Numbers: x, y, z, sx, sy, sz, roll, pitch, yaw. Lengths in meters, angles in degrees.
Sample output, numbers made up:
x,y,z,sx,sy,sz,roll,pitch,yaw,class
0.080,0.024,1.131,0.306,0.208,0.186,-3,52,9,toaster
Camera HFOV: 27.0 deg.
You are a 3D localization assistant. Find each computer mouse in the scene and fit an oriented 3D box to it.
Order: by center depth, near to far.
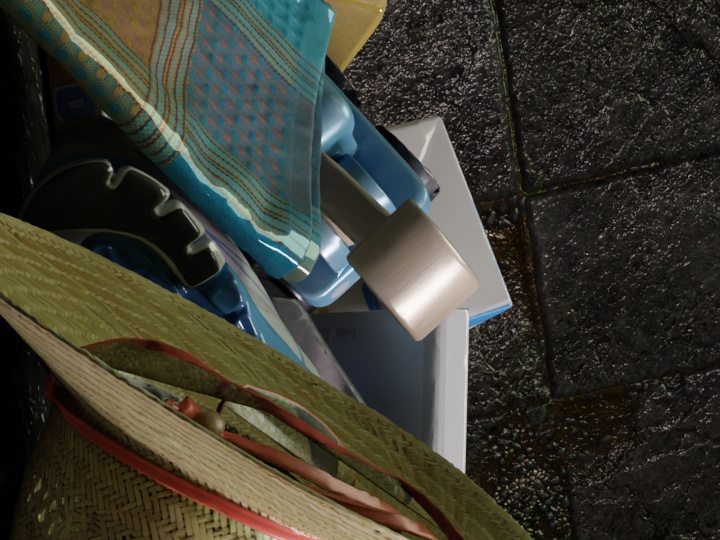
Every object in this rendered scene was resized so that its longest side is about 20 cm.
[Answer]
x,y,z,sx,sy,sz,roll,pitch,yaw,class
-0.059,0.024,0.716,0.140,0.046,0.201,34,-23,57,computer mouse

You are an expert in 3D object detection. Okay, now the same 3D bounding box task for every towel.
x,y,z,sx,sy,sz,roll,pitch,yaw,class
-0.070,-0.105,0.501,0.200,0.022,0.148,48,32,-38,towel

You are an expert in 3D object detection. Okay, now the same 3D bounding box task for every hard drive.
x,y,z,sx,sy,sz,roll,pitch,yaw,class
0.010,0.122,0.769,0.132,0.026,0.202,-6,-98,60,hard drive

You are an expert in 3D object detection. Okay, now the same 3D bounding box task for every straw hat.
x,y,z,sx,sy,sz,roll,pitch,yaw,class
-0.049,0.065,0.393,0.086,0.200,0.201,-61,-177,2,straw hat

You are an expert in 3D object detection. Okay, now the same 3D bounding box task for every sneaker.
x,y,z,sx,sy,sz,roll,pitch,yaw,class
-0.054,0.025,0.548,0.087,0.074,0.201,-109,174,-58,sneaker

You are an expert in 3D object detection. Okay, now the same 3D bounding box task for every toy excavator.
x,y,z,sx,sy,sz,roll,pitch,yaw,class
-0.020,-0.037,0.688,0.195,0.100,0.200,49,0,14,toy excavator

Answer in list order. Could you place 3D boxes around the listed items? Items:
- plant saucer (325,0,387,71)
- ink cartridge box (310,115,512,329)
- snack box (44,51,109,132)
x,y,z,sx,sy,sz,roll,pitch,yaw,class
-0.070,-0.130,0.814,0.048,0.201,0.200,31,-14,19,plant saucer
0.000,0.000,0.891,0.200,0.067,0.117,-36,-106,63,ink cartridge box
-0.104,-0.019,0.625,0.072,0.024,0.202,75,3,-67,snack box
